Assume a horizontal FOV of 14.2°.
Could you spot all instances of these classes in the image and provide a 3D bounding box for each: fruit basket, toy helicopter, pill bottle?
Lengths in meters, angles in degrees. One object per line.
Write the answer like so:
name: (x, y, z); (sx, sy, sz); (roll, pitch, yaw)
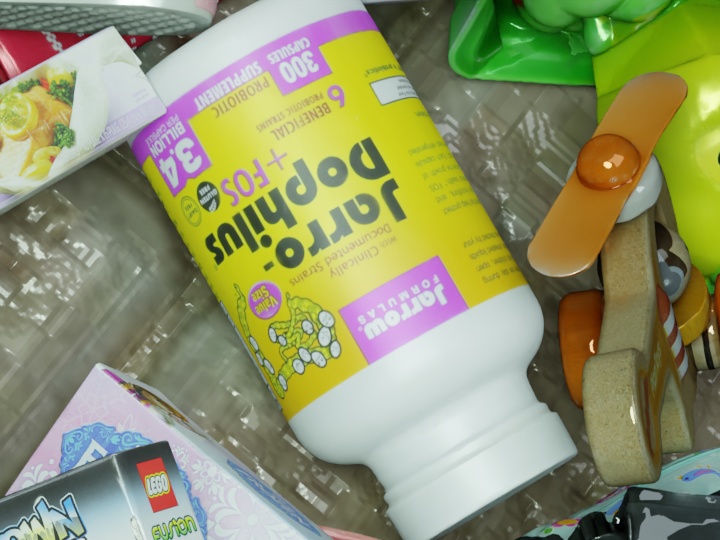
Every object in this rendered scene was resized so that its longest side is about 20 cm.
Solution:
fruit basket: (0.143, -0.102, 1.169); (0.215, 0.156, 0.216); (13, 49, -15)
toy helicopter: (0.100, 0.012, 1.045); (0.079, 0.200, 0.132); (-7, 110, 12)
pill bottle: (0.000, 0.000, 1.079); (0.104, 0.104, 0.200); (-27, 83, -30)

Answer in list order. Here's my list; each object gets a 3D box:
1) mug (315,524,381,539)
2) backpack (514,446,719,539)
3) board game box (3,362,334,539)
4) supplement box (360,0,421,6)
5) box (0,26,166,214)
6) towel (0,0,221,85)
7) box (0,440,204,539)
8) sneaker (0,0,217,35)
mug: (-0.029, 0.191, 0.958); (0.133, 0.178, 0.200); (18, 69, -21)
backpack: (0.140, 0.132, 1.075); (0.200, 0.127, 0.167); (-25, 103, -28)
board game box: (-0.068, 0.164, 0.907); (0.200, 0.041, 0.200); (36, 93, 34)
supplement box: (0.006, -0.204, 1.119); (0.061, 0.109, 0.200); (-10, 97, -35)
box: (-0.150, -0.026, 0.993); (0.200, 0.041, 0.039); (-34, 92, -41)
towel: (-0.100, -0.163, 1.147); (0.200, 0.022, 0.145); (-33, 87, -30)
box: (-0.129, 0.136, 0.882); (0.035, 0.200, 0.110); (-9, 78, -65)
sneaker: (-0.150, -0.143, 1.054); (0.200, 0.075, 0.105); (3, 86, 1)
